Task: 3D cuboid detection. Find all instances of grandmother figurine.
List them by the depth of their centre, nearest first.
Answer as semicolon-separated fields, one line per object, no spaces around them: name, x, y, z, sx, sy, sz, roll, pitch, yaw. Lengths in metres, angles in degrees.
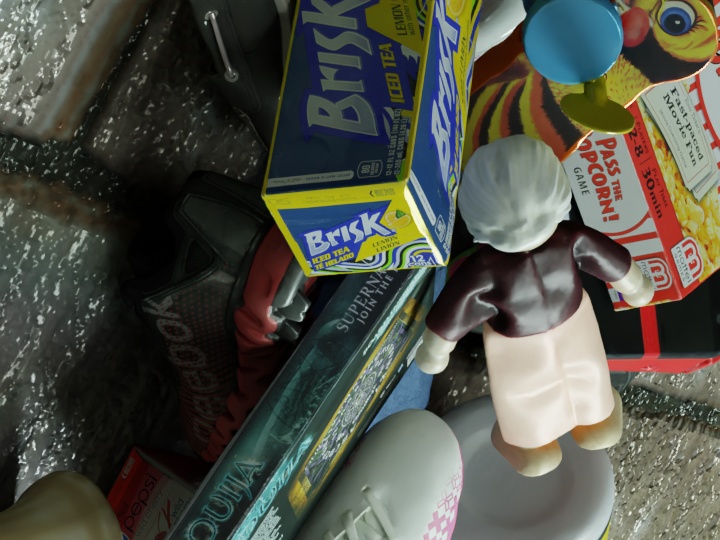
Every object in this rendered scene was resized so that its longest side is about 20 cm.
grandmother figurine;0.081;0.016;1.293;0.121;0.061;0.200;-28;138;-16

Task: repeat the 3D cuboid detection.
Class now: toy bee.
toy bee;0.126;-0.106;1.264;0.200;0.109;0.131;-43;-161;46

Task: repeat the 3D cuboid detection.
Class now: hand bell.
hand bell;-0.214;0.142;1.188;0.200;0.104;0.104;3;114;-39

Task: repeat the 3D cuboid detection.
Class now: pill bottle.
pill bottle;0.082;0.163;1.523;0.112;0.112;0.200;-42;157;-24

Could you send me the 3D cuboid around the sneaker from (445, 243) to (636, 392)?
sneaker;0.107;0.040;1.498;0.200;0.077;0.084;18;102;-52

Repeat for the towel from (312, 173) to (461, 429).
towel;0.000;0.000;1.367;0.112;0.049;0.200;-25;133;-41

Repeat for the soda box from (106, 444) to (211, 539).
soda box;-0.054;0.146;1.393;0.200;0.063;0.070;21;99;-56

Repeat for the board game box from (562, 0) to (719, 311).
board game box;0.177;-0.087;1.439;0.200;0.046;0.152;-34;108;-48

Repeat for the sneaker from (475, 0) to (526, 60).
sneaker;0.101;-0.188;1.344;0.200;0.075;0.100;-45;151;-6

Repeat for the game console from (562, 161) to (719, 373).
game console;0.140;-0.045;1.446;0.177;0.031;0.200;3;78;-49

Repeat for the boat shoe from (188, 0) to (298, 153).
boat shoe;-0.056;-0.126;1.206;0.200;0.057;0.067;80;15;-49

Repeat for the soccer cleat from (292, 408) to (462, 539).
soccer cleat;-0.016;0.159;1.322;0.200;0.070;0.086;-59;164;6

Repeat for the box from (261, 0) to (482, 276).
box;0.010;-0.097;1.197;0.064;0.070;0.200;62;30;-50

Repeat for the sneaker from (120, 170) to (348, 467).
sneaker;-0.067;0.021;1.276;0.071;0.098;0.201;-53;169;-33

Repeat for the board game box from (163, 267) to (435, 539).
board game box;-0.026;0.076;1.263;0.200;0.028;0.135;-55;167;-20
